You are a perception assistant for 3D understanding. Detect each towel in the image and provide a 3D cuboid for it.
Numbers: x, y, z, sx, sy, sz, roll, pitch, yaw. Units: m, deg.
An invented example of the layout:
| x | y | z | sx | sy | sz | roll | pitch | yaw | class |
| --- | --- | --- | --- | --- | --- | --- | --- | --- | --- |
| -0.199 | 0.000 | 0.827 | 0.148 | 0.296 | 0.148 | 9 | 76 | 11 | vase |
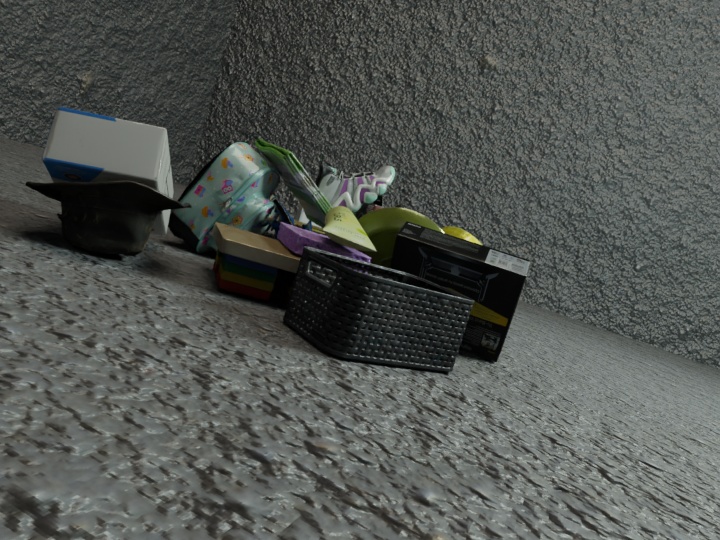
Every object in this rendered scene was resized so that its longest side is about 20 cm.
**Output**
| x | y | z | sx | sy | sz | roll | pitch | yaw | class |
| --- | --- | --- | --- | --- | --- | --- | --- | --- | --- |
| -0.116 | -0.153 | 1.079 | 0.149 | 0.031 | 0.201 | 31 | -18 | 52 | towel |

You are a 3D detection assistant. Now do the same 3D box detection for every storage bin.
| x | y | z | sx | sy | sz | roll | pitch | yaw | class |
| --- | --- | --- | --- | --- | --- | --- | --- | --- | --- |
| 0.023 | 0.048 | 0.693 | 0.197 | 0.096 | 0.135 | 13 | 7 | -36 | storage bin |

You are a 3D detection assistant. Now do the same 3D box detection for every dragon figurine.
| x | y | z | sx | sy | sz | roll | pitch | yaw | class |
| --- | --- | --- | --- | --- | --- | --- | --- | --- | --- |
| -0.122 | -0.065 | 1.015 | 0.098 | 0.059 | 0.201 | 30 | -32 | 7 | dragon figurine |

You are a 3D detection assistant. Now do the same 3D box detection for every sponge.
| x | y | z | sx | sy | sz | roll | pitch | yaw | class |
| --- | --- | --- | --- | --- | --- | --- | --- | --- | --- |
| -0.062 | -0.037 | 0.870 | 0.110 | 0.030 | 0.200 | 17 | 5 | -17 | sponge |

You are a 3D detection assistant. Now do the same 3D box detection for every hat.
| x | y | z | sx | sy | sz | roll | pitch | yaw | class |
| --- | --- | --- | --- | --- | --- | --- | --- | --- | --- |
| -0.322 | -0.061 | 0.734 | 0.196 | 0.083 | 0.201 | 4 | -5 | 0 | hat |

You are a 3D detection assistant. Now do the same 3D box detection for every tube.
| x | y | z | sx | sy | sz | roll | pitch | yaw | class |
| --- | --- | --- | --- | --- | --- | --- | --- | --- | --- |
| -0.022 | -0.059 | 0.833 | 0.057 | 0.053 | 0.200 | -20 | 13 | -1 | tube |

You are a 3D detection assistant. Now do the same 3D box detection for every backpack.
| x | y | z | sx | sy | sz | roll | pitch | yaw | class |
| --- | --- | --- | --- | --- | --- | --- | --- | --- | --- |
| -0.231 | -0.124 | 1.044 | 0.152 | 0.202 | 0.176 | 35 | 5 | 6 | backpack |

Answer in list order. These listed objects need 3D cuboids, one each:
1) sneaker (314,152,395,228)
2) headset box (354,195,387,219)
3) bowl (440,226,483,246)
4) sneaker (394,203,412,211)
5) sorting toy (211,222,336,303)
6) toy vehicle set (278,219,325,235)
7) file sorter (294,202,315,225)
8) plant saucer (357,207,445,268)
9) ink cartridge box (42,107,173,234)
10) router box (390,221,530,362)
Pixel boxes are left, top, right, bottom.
| x | y | z | sx | sy | sz | roll | pitch | yaw | class |
| --- | --- | --- | --- | --- | --- | --- | --- | --- | --- |
| -0.033 | -0.193 | 1.194 | 0.141 | 0.199 | 0.078 | 54 | -4 | -20 | sneaker |
| 0.016 | -0.065 | 1.258 | 0.074 | 0.204 | 0.148 | 15 | 6 | -21 | headset box |
| 0.156 | 0.030 | 1.072 | 0.107 | 0.204 | 0.199 | -26 | 29 | -27 | bowl |
| 0.081 | -0.037 | 1.045 | 0.071 | 0.083 | 0.202 | 32 | 27 | -29 | sneaker |
| -0.120 | 0.001 | 0.832 | 0.195 | 0.071 | 0.200 | 16 | 5 | -20 | sorting toy |
| -0.105 | -0.077 | 1.194 | 0.122 | 0.027 | 0.200 | 16 | 6 | -3 | toy vehicle set |
| -0.073 | -0.076 | 1.440 | 0.123 | 0.141 | 0.199 | 22 | 7 | 25 | file sorter |
| 0.059 | -0.004 | 0.940 | 0.196 | 0.203 | 0.031 | 18 | 31 | 8 | plant saucer |
| -0.357 | -0.135 | 0.839 | 0.143 | 0.086 | 0.200 | 8 | -19 | -14 | ink cartridge box |
| 0.139 | 0.032 | 0.873 | 0.197 | 0.160 | 0.052 | 19 | 33 | 14 | router box |
